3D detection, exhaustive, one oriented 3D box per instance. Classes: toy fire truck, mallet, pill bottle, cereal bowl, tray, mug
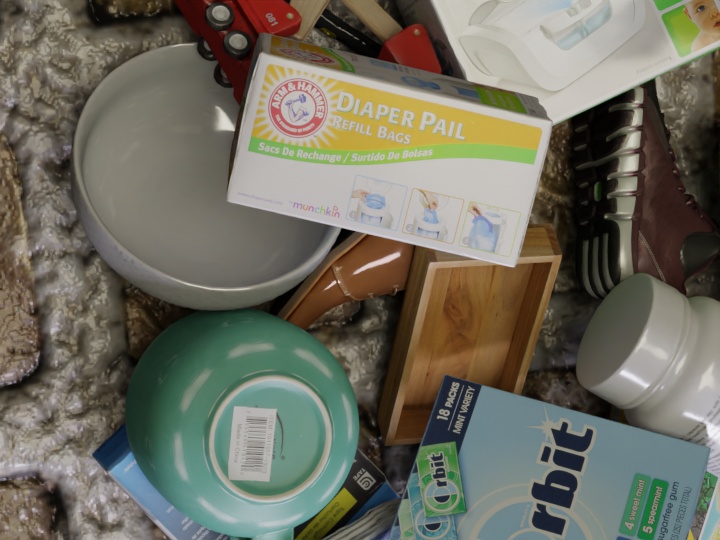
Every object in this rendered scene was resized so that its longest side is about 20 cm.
[{"bbox_3d":[-0.048,-0.185,1.593,0.141,0.049,0.200,-24,72,-23],"label":"toy fire truck"},{"bbox_3d":[0.048,-0.136,1.679,0.200,0.066,0.041,31,80,-3],"label":"mallet"},{"bbox_3d":[0.265,0.089,1.643,0.200,0.113,0.114,29,86,-18],"label":"pill bottle"},{"bbox_3d":[-0.110,-0.056,1.585,0.199,0.083,0.201,6,60,-11],"label":"cereal bowl"},{"bbox_3d":[0.076,0.048,1.636,0.098,0.037,0.200,-3,137,-15],"label":"tray"},{"bbox_3d":[-0.068,0.118,1.550,0.152,0.114,0.185,-43,107,-10],"label":"mug"}]

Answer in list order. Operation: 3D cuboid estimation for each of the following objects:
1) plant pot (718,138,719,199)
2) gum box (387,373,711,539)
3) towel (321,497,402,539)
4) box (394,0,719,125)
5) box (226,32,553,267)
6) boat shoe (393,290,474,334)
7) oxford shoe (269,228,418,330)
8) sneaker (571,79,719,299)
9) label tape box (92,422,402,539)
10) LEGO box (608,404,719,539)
[{"bbox_3d":[0.358,-0.026,1.707,0.199,0.200,0.143,10,97,-19],"label":"plant pot"},{"bbox_3d":[0.129,0.179,1.580,0.199,0.045,0.170,15,63,11],"label":"gum box"},{"bbox_3d":[-0.026,0.266,1.620,0.147,0.024,0.201,-24,136,-50],"label":"towel"},{"bbox_3d":[0.138,-0.200,1.616,0.199,0.097,0.177,-24,93,-11],"label":"box"},{"bbox_3d":[0.016,-0.082,1.495,0.199,0.113,0.102,13,102,-4],"label":"box"},{"bbox_3d":[0.033,-0.046,1.662,0.074,0.066,0.201,-14,111,21],"label":"boat shoe"},{"bbox_3d":[0.000,0.000,1.616,0.071,0.071,0.200,40,117,-13],"label":"oxford shoe"},{"bbox_3d":[0.226,-0.069,1.717,0.115,0.076,0.201,11,79,-29],"label":"sneaker"},{"bbox_3d":[-0.076,0.158,1.647,0.143,0.066,0.200,-45,109,-9],"label":"label tape box"},{"bbox_3d":[0.275,0.131,1.752,0.148,0.077,0.201,10,92,-18],"label":"LEGO box"}]
